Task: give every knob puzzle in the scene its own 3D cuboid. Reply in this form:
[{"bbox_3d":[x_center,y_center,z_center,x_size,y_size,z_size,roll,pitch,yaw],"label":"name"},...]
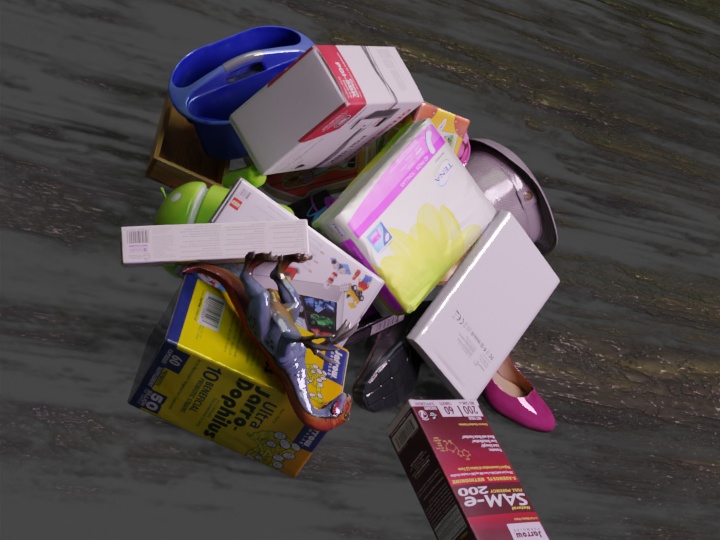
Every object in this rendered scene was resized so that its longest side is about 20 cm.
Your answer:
[{"bbox_3d":[-0.072,-0.175,1.770,0.030,0.218,0.221,43,18,-51],"label":"knob puzzle"}]

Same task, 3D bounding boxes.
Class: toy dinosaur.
[{"bbox_3d":[-0.074,0.074,1.391,0.104,0.198,0.184,5,79,-53],"label":"toy dinosaur"}]

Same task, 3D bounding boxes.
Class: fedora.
[{"bbox_3d":[0.177,-0.080,1.889,0.090,0.202,0.176,-38,30,-27],"label":"fedora"}]

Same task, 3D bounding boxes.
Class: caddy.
[{"bbox_3d":[-0.143,-0.232,1.717,0.198,0.106,0.142,-24,55,-14],"label":"caddy"}]

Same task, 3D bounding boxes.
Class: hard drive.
[{"bbox_3d":[0.151,0.046,1.649,0.027,0.201,0.132,15,-28,52],"label":"hard drive"}]

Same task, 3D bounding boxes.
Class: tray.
[{"bbox_3d":[-0.215,-0.171,1.768,0.098,0.037,0.201,24,37,-16],"label":"tray"}]

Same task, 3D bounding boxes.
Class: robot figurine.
[{"bbox_3d":[-0.150,-0.033,1.567,0.198,0.116,0.177,16,73,4],"label":"robot figurine"}]

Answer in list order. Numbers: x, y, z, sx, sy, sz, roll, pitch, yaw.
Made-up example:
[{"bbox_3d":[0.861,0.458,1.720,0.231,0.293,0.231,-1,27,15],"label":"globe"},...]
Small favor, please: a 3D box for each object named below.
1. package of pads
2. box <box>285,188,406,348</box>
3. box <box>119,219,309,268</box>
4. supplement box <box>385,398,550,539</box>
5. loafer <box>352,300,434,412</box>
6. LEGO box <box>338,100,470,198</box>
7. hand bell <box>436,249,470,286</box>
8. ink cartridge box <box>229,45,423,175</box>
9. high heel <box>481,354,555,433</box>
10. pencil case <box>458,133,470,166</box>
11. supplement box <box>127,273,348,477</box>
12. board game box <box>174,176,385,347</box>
[{"bbox_3d":[0.057,-0.060,1.599,0.155,0.068,0.200,52,59,-17],"label":"package of pads"},{"bbox_3d":[-0.054,0.005,1.644,0.142,0.036,0.201,-24,62,-20],"label":"box"},{"bbox_3d":[-0.154,-0.028,1.433,0.197,0.039,0.042,-4,84,-11],"label":"box"},{"bbox_3d":[0.119,0.241,1.533,0.108,0.061,0.201,3,46,-37],"label":"supplement box"},{"bbox_3d":[0.036,0.103,1.638,0.072,0.074,0.200,7,30,30],"label":"loafer"},{"bbox_3d":[0.047,-0.121,1.743,0.076,0.202,0.149,16,10,-24],"label":"LEGO box"},{"bbox_3d":[0.079,-0.078,1.879,0.103,0.105,0.200,0,35,-39],"label":"hand bell"},{"bbox_3d":[-0.035,-0.189,1.598,0.083,0.146,0.199,59,29,9],"label":"ink cartridge box"},{"bbox_3d":[0.180,0.114,1.700,0.199,0.097,0.067,39,35,6],"label":"high heel"},{"bbox_3d":[0.081,-0.180,1.892,0.091,0.093,0.200,63,-15,-25],"label":"pencil case"},{"bbox_3d":[-0.127,0.112,1.439,0.198,0.109,0.110,25,37,-13],"label":"supplement box"},{"bbox_3d":[-0.088,0.007,1.493,0.199,0.127,0.035,36,-2,-14],"label":"board game box"}]
